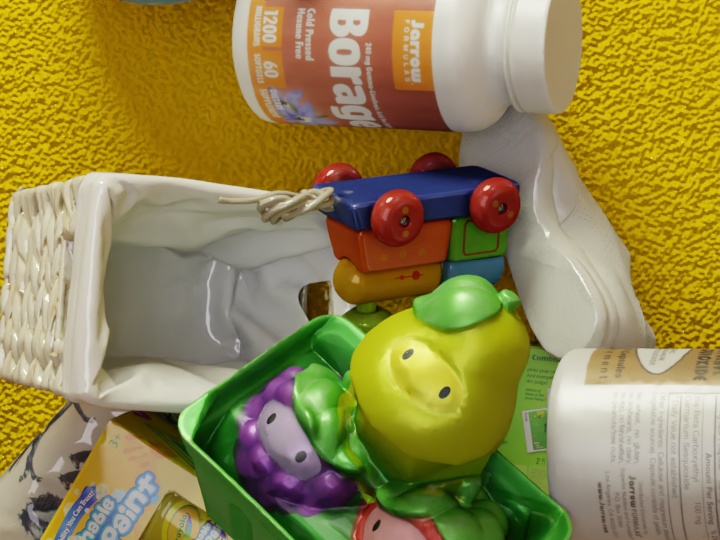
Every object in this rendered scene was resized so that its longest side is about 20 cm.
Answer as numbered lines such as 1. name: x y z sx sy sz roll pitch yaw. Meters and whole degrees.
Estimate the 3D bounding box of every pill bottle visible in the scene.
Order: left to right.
1. pill bottle: 0.031 -0.143 1.194 0.199 0.112 0.113 4 91 22
2. pill bottle: 0.213 0.101 1.095 0.199 0.114 0.115 0 91 17

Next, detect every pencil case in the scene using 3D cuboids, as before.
1. pencil case: -0.190 0.149 1.268 0.089 0.078 0.200 40 96 -9

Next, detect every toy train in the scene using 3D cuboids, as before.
1. toy train: 0.000 0.000 1.156 0.199 0.085 0.116 -9 110 -31

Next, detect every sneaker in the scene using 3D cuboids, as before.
1. sneaker: 0.128 -0.028 1.224 0.075 0.088 0.201 -39 58 38

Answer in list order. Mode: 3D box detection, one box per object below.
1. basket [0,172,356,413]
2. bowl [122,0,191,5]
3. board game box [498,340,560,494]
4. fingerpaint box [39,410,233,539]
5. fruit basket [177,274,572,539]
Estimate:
1. basket: -0.112 0.018 1.184 0.123 0.199 0.136 -1 84 52
2. bowl: -0.121 -0.277 1.196 0.200 0.105 0.202 -10 58 16
3. board game box: 0.078 0.093 1.241 0.199 0.048 0.102 5 91 8
4. fingerpaint box: -0.126 0.214 1.186 0.167 0.073 0.200 33 97 7
5. fruit basket: 0.017 0.101 1.061 0.155 0.216 0.216 -34 84 -34
